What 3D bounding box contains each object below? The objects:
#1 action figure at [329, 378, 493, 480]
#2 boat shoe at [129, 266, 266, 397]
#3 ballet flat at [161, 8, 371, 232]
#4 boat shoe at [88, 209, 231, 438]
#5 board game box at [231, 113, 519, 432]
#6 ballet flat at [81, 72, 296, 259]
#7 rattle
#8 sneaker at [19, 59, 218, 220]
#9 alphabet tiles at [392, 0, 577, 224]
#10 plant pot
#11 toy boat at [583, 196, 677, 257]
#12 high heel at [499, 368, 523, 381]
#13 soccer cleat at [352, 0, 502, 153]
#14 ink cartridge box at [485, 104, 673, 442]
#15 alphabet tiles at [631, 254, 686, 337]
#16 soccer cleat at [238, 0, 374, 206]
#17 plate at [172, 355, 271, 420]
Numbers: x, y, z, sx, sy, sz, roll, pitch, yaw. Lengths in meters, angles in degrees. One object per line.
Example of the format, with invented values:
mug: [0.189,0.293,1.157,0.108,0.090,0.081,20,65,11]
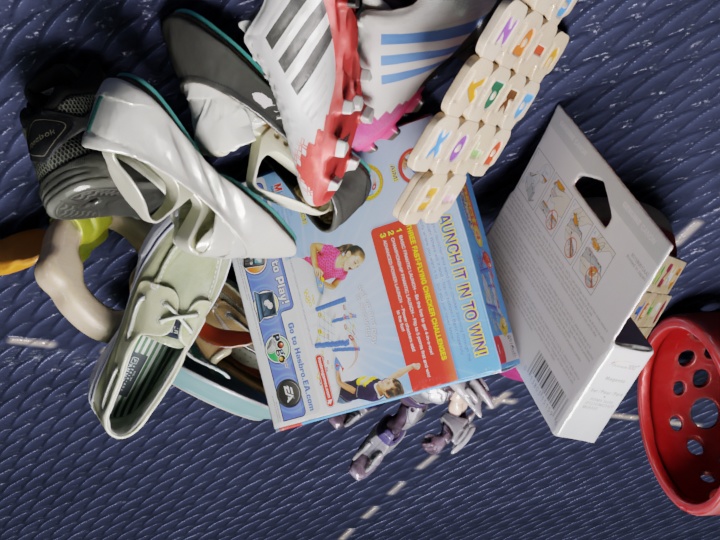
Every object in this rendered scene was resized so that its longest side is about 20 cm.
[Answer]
action figure: [0.041,0.115,1.100,0.069,0.130,0.200,-30,169,-37]
boat shoe: [-0.121,0.058,1.080,0.199,0.076,0.072,28,122,-3]
ballet flat: [-0.071,-0.097,0.858,0.200,0.069,0.068,39,158,-26]
boat shoe: [-0.146,0.038,0.930,0.072,0.062,0.201,18,107,-29]
board game box: [0.003,0.004,0.954,0.195,0.202,0.056,-16,175,21]
ballet flat: [-0.121,-0.051,0.840,0.069,0.070,0.200,-21,136,24]
rattle: [-0.205,0.033,1.029,0.143,0.131,0.200,-35,129,26]
sneaker: [-0.177,-0.097,0.903,0.076,0.115,0.199,-27,170,24]
alphabet tiles: [0.087,-0.119,0.813,0.201,0.015,0.195,-59,165,14]
plant pot: [0.403,0.137,1.236,0.181,0.202,0.201,-5,149,-16]
toy boat: [0.201,0.026,1.083,0.129,0.132,0.200,6,147,-17]
high heel: [0.095,0.036,1.059,0.096,0.200,0.068,23,103,-47]
soccer cleat: [0.024,-0.158,0.843,0.086,0.070,0.200,36,141,-11]
ink cartridge box: [0.163,-0.002,0.928,0.043,0.200,0.174,12,121,-27]
alphabet tiles: [0.222,0.061,1.023,0.167,0.006,0.200,-62,161,9]
soccer cleat: [-0.039,-0.138,0.803,0.085,0.069,0.201,13,125,16]
plate: [-0.145,0.097,1.127,0.199,0.026,0.200,27,179,1]
